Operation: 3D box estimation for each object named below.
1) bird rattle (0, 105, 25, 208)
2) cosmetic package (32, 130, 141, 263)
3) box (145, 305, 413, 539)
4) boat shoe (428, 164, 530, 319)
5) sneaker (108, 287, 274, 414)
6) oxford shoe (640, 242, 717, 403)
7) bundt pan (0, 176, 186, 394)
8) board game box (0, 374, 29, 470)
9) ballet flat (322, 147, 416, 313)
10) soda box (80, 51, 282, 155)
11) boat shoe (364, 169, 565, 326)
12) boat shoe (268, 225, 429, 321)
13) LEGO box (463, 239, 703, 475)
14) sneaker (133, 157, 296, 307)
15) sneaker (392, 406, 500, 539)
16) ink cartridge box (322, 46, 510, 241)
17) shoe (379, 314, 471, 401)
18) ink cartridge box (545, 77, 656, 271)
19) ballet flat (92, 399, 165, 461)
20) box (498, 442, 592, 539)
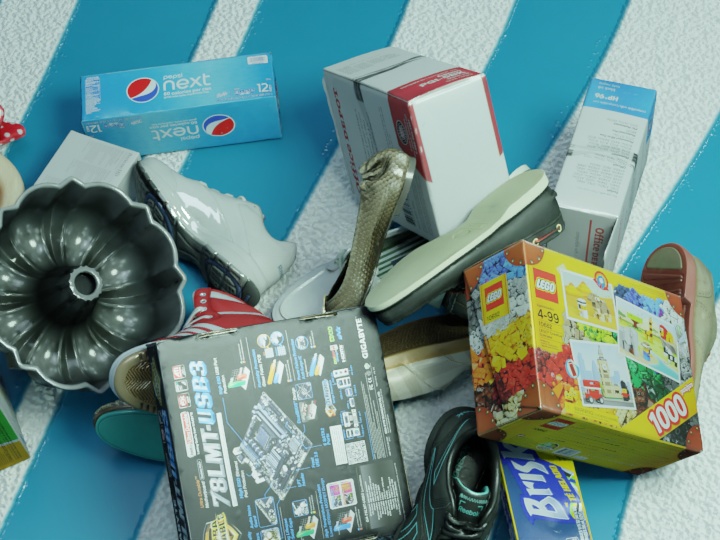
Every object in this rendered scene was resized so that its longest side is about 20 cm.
[{"bbox_3d":[-0.409,-0.082,1.543,0.163,0.113,0.200,44,55,15],"label":"bird rattle"},{"bbox_3d":[-0.295,-0.040,1.511,0.082,0.051,0.200,18,60,18],"label":"cosmetic package"},{"bbox_3d":[-0.067,0.142,1.296,0.198,0.050,0.201,-10,86,-20],"label":"box"},{"bbox_3d":[0.132,-0.024,1.454,0.060,0.072,0.202,28,49,10],"label":"boat shoe"},{"bbox_3d":[-0.156,0.070,1.377,0.200,0.071,0.112,-7,25,-39],"label":"sneaker"},{"bbox_3d":[0.294,0.079,1.383,0.070,0.075,0.201,-9,66,49],"label":"oxford shoe"},{"bbox_3d":[-0.266,0.021,1.412,0.201,0.076,0.202,10,70,-29],"label":"bundt pan"},{"bbox_3d":[-0.366,0.064,1.386,0.040,0.153,0.200,-23,57,-9],"label":"board game box"},{"bbox_3d":[-0.004,-0.020,1.364,0.046,0.200,0.067,17,28,-9],"label":"ballet flat"},{"bbox_3d":[-0.184,-0.168,1.578,0.199,0.068,0.064,-7,55,-1],"label":"soda box"},{"bbox_3d":[0.095,-0.009,1.328,0.201,0.063,0.074,-35,20,-18],"label":"boat shoe"},{"bbox_3d":[0.000,0.000,1.454,0.200,0.067,0.074,-29,59,-15],"label":"boat shoe"},{"bbox_3d":[0.188,0.077,1.288,0.200,0.077,0.149,17,58,-37],"label":"LEGO box"},{"bbox_3d":[-0.146,-0.045,1.503,0.087,0.075,0.200,-35,67,-31],"label":"sneaker"},{"bbox_3d":[0.071,0.211,1.267,0.075,0.079,0.201,12,84,-10],"label":"sneaker"},{"bbox_3d":[0.053,-0.121,1.433,0.083,0.147,0.200,-23,24,-17],"label":"ink cartridge box"},{"bbox_3d":[0.044,0.086,1.410,0.199,0.054,0.070,-14,23,-10],"label":"shoe"},{"bbox_3d":[0.223,-0.068,1.455,0.068,0.116,0.200,14,58,13],"label":"ink cartridge box"},{"bbox_3d":[-0.137,0.141,1.380,0.199,0.068,0.075,10,36,5],"label":"ballet flat"},{"bbox_3d":[0.150,0.170,1.329,0.064,0.070,0.200,-11,56,-1],"label":"box"}]
